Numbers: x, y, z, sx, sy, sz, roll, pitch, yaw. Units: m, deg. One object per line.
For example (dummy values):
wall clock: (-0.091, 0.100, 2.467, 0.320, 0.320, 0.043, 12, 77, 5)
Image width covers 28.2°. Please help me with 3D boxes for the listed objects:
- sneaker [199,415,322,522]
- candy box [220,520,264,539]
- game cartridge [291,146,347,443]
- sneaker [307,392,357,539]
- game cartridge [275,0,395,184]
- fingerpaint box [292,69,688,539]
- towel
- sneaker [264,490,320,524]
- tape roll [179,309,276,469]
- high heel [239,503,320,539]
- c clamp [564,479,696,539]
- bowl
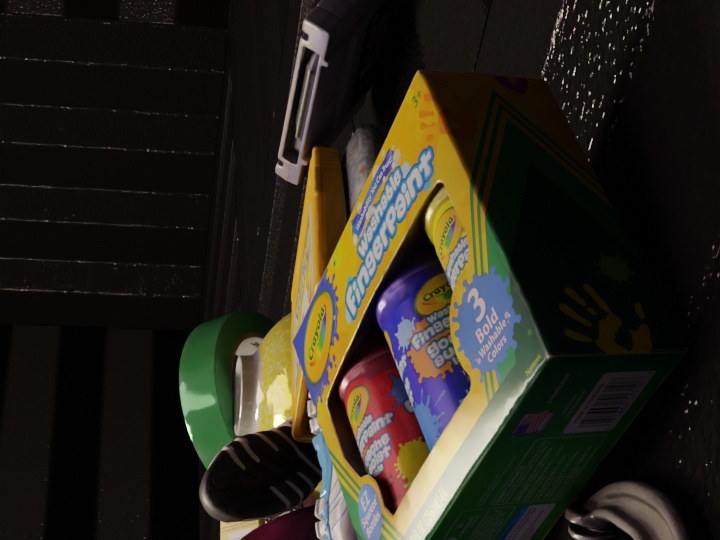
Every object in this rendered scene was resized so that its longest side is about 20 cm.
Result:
sneaker: (-0.075, 0.184, 1.239, 0.076, 0.200, 0.116, 46, 131, 15)
candy box: (-0.105, 0.269, 1.589, 0.115, 0.055, 0.200, 45, -146, -50)
game cartridge: (-0.038, 0.016, 1.220, 0.200, 0.032, 0.177, -98, 14, -52)
sneaker: (0.012, 0.147, 1.067, 0.087, 0.075, 0.200, -45, 47, 42)
game cartridge: (-0.018, -0.178, 1.243, 0.130, 0.038, 0.200, -49, -14, -33)
fingerpaint box: (0.046, 0.036, 0.676, 0.200, 0.073, 0.167, 117, 144, -43)
towel: (0.000, 0.000, 1.226, 0.171, 0.048, 0.200, -103, 19, -56)
sneaker: (-0.033, 0.273, 1.287, 0.074, 0.080, 0.200, -42, 34, 28)
tape roll: (-0.116, 0.143, 1.528, 0.200, 0.048, 0.201, 44, -144, -44)
high heel: (-0.045, 0.213, 1.217, 0.200, 0.096, 0.068, -31, -47, -87)
c clamp: (0.104, 0.180, 0.621, 0.171, 0.027, 0.200, -129, 43, -74)
bowl: (-0.069, 0.125, 1.422, 0.200, 0.107, 0.201, -177, 90, -81)
